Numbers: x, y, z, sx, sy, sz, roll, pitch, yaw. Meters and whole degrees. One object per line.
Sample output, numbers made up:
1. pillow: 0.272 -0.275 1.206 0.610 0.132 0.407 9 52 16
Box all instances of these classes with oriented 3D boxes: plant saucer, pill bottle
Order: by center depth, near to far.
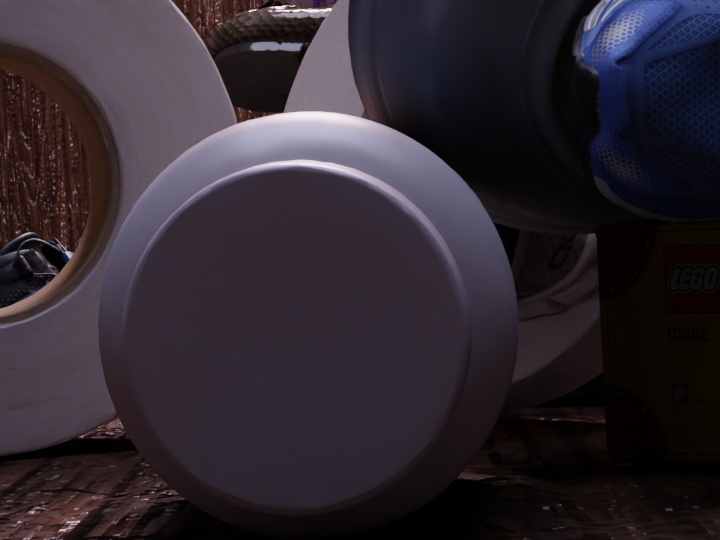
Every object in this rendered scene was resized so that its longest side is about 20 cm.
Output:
1. pill bottle: -0.012 0.013 0.593 0.111 0.113 0.200 -3 2 3
2. plant saucer: 0.097 -0.079 0.669 0.198 0.201 0.050 -4 41 -16

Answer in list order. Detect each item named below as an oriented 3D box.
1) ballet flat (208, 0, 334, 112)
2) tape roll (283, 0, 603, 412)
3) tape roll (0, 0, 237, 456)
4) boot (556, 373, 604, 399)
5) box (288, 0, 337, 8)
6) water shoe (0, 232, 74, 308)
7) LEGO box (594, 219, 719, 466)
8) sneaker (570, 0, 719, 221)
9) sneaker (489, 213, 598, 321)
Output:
1. ballet flat: 0.029 -0.101 0.963 0.198 0.047 0.068 0 -37 11
2. tape roll: 0.049 -0.045 0.858 0.202 0.205 0.037 -1 -11 40
3. tape roll: -0.146 -0.033 0.817 0.201 0.204 0.071 -3 1 -14
4. boot: 0.063 -0.013 0.918 0.198 0.133 0.070 -2 1 21
5. box: 0.003 -0.047 1.033 0.041 0.202 0.039 -2 18 21
6. water shoe: -0.147 0.022 1.015 0.198 0.080 0.071 -2 2 19
7. LEGO box: 0.196 0.017 0.673 0.199 0.078 0.148 -1 3 38
8. sneaker: 0.151 -0.055 0.600 0.198 0.079 0.089 -6 2 -21
9. sneaker: 0.000 0.000 0.804 0.199 0.074 0.087 -23 -26 35
